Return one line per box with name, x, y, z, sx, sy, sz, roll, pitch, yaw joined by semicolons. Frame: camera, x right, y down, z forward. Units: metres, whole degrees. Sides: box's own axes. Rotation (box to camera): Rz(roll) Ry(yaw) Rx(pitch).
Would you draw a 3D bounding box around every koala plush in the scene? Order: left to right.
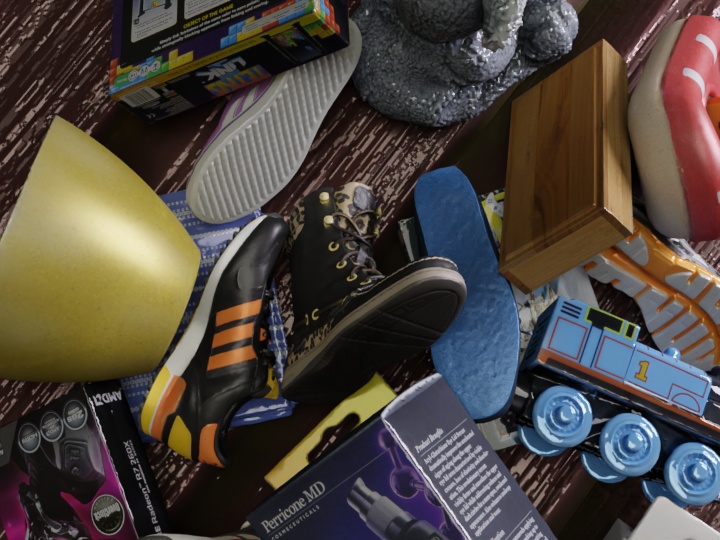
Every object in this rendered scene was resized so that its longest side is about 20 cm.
koala plush;0.071;-0.215;0.944;0.184;0.200;0.177;-43;84;-6

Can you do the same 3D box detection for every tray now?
tray;0.157;-0.084;0.927;0.037;0.098;0.201;37;41;-26

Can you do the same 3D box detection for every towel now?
towel;-0.137;0.033;0.997;0.143;0.024;0.202;-11;79;0

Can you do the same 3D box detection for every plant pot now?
plant pot;-0.205;0.005;0.913;0.141;0.200;0.202;24;81;-15

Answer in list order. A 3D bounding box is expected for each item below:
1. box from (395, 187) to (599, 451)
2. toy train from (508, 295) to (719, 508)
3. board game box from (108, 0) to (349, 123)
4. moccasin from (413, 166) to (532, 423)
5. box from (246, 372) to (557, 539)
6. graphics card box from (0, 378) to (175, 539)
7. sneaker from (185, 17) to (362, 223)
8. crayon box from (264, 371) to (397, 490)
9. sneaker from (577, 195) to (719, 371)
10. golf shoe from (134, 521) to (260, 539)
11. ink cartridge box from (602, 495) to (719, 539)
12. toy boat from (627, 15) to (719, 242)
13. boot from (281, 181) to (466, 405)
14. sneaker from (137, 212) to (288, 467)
box;0.123;0.036;0.985;0.135;0.038;0.202;-17;81;-3
toy train;0.207;0.104;0.916;0.198;0.087;0.115;23;75;2
board game box;-0.106;-0.226;0.955;0.198;0.057;0.167;-15;62;28
moccasin;0.087;0.019;0.920;0.079;0.068;0.202;-7;69;9
box;0.043;0.201;0.845;0.148;0.104;0.201;-41;82;28
graphics card box;-0.209;0.199;0.928;0.125;0.051;0.202;-25;80;25
sneaker;-0.084;-0.137;0.998;0.072;0.114;0.201;35;96;-39
crayon box;0.036;0.194;0.953;0.127;0.051;0.200;-42;84;-6
sneaker;0.247;0.001;0.976;0.200;0.077;0.078;44;122;-10
golf shoe;-0.094;0.228;0.896;0.199;0.088;0.078;24;110;-31
ink cartridge box;0.213;0.275;0.913;0.115;0.067;0.201;33;95;5
toy boat;0.284;-0.110;0.924;0.129;0.131;0.201;-2;37;29
boot;0.000;0.000;0.913;0.073;0.200;0.152;13;55;-28
sneaker;-0.090;0.057;0.941;0.089;0.070;0.201;29;88;11
